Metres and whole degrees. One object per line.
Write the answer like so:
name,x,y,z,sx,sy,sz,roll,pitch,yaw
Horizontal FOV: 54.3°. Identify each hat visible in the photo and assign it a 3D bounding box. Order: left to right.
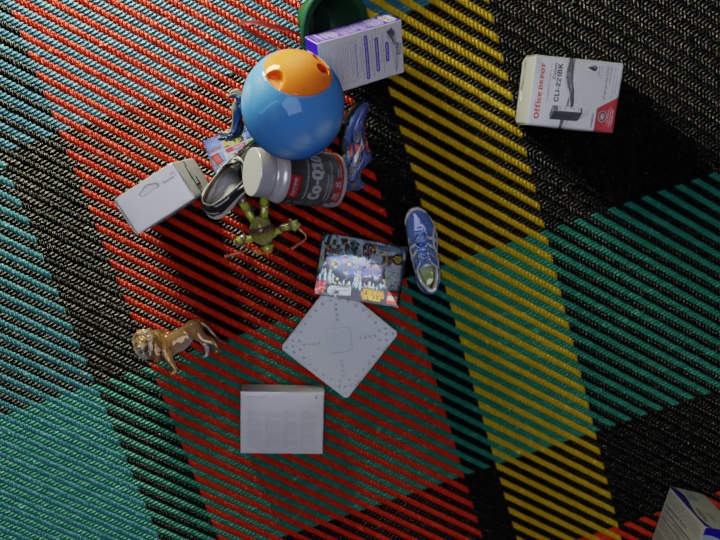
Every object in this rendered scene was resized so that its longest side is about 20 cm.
hat,-0.107,-0.531,1.484,0.198,0.175,0.168,19,101,-45

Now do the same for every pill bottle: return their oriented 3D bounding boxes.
pill bottle,-0.135,-0.193,1.448,0.196,0.113,0.117,1,104,-33

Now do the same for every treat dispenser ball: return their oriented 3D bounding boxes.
treat dispenser ball,-0.127,-0.312,1.328,0.196,0.201,0.206,-1,102,-3

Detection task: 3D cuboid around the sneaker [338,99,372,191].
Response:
sneaker,-0.009,-0.267,1.525,0.077,0.076,0.204,9,109,-14

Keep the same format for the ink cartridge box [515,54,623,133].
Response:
ink cartridge box,0.447,-0.379,1.514,0.195,0.084,0.148,4,103,-4

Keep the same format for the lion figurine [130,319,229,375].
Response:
lion figurine,-0.410,0.159,1.593,0.197,0.072,0.125,-26,93,-12

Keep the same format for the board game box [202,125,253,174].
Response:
board game box,-0.226,-0.250,1.526,0.196,0.035,0.138,-19,103,1

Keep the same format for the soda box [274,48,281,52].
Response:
soda box,-0.125,-0.371,1.489,0.063,0.070,0.200,-41,101,8

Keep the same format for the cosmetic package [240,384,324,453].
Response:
cosmetic package,-0.183,0.348,1.647,0.195,0.052,0.155,2,104,-4

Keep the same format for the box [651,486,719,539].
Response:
box,0.807,0.669,1.704,0.102,0.184,0.205,12,102,-5

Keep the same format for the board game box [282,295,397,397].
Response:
board game box,-0.048,0.159,1.628,0.199,0.026,0.201,38,98,-10

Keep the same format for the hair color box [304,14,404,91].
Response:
hair color box,-0.009,-0.441,1.435,0.197,0.065,0.111,-21,128,-20

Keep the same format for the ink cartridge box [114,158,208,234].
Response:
ink cartridge box,-0.403,-0.157,1.451,0.144,0.200,0.085,-31,102,4

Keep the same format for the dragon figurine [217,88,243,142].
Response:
dragon figurine,-0.214,-0.335,1.453,0.196,0.059,0.101,-21,116,5

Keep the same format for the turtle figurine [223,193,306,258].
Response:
turtle figurine,-0.226,-0.098,1.526,0.195,0.065,0.165,-12,111,11

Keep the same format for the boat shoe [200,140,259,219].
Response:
boat shoe,-0.260,-0.199,1.458,0.073,0.060,0.201,37,78,14

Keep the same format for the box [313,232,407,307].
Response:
box,0.000,0.000,1.574,0.195,0.040,0.140,9,87,-5

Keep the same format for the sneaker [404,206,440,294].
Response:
sneaker,0.146,-0.043,1.571,0.074,0.077,0.204,-15,101,2
